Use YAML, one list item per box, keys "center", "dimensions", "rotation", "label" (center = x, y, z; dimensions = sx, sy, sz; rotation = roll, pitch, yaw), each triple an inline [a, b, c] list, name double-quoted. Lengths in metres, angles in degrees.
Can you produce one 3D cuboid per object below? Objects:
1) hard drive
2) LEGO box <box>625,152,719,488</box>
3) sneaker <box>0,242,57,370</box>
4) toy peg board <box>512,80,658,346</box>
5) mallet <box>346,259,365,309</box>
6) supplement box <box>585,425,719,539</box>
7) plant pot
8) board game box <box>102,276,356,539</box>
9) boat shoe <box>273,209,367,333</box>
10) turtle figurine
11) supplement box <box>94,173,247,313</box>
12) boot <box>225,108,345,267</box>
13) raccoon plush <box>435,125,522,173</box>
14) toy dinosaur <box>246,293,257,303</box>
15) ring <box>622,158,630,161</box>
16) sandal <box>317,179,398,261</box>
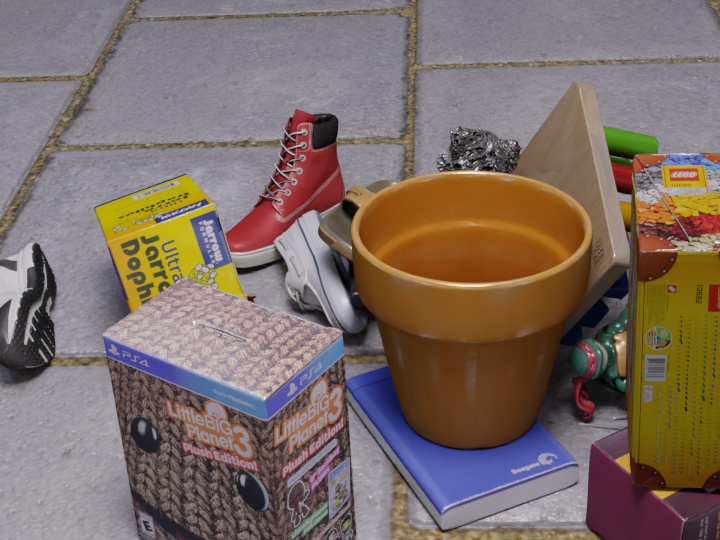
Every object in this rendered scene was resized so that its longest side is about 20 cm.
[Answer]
- center: [0.084, 0.140, 1.108]
  dimensions: [0.130, 0.026, 0.200]
  rotation: [-15, 33, -19]
  label: "hard drive"
- center: [0.239, 0.036, 0.927]
  dimensions: [0.076, 0.202, 0.149]
  rotation: [1, 30, 10]
  label: "LEGO box"
- center: [-0.358, 0.047, 1.279]
  dimensions: [0.079, 0.074, 0.200]
  rotation: [-20, 28, 0]
  label: "sneaker"
- center: [0.214, -0.032, 1.181]
  dimensions: [0.097, 0.201, 0.201]
  rotation: [8, 55, -19]
  label: "toy peg board"
- center: [0.000, 0.000, 1.268]
  dimensions: [0.041, 0.066, 0.201]
  rotation: [-32, 26, 10]
  label: "mallet"
- center: [0.290, 0.162, 0.992]
  dimensions: [0.198, 0.087, 0.110]
  rotation: [-19, 35, -24]
  label: "supplement box"
- center: [0.093, 0.041, 1.065]
  dimensions: [0.197, 0.185, 0.201]
  rotation: [-2, 30, 1]
  label: "plant pot"
- center: [-0.097, 0.131, 0.969]
  dimensions: [0.158, 0.202, 0.097]
  rotation: [17, 36, 31]
  label: "board game box"
- center: [-0.045, 0.014, 1.306]
  dimensions: [0.066, 0.074, 0.201]
  rotation: [-31, 30, 5]
  label: "boat shoe"
- center: [0.259, 0.072, 1.114]
  dimensions: [0.198, 0.152, 0.100]
  rotation: [-8, 6, -25]
  label: "turtle figurine"
- center: [-0.193, -0.016, 1.248]
  dimensions: [0.108, 0.110, 0.200]
  rotation: [-21, 16, -10]
  label: "supplement box"
- center: [-0.093, -0.100, 1.407]
  dimensions: [0.072, 0.146, 0.199]
  rotation: [20, 39, 33]
  label: "boot"
- center: [0.112, -0.039, 1.190]
  dimensions: [0.095, 0.134, 0.202]
  rotation: [-1, 58, -23]
  label: "raccoon plush"
- center: [-0.150, 0.062, 1.227]
  dimensions: [0.105, 0.061, 0.200]
  rotation: [-20, 35, -24]
  label: "toy dinosaur"
- center: [0.329, -0.036, 1.260]
  dimensions: [0.019, 0.200, 0.201]
  rotation: [-44, 28, 15]
  label: "ring"
- center: [0.014, -0.061, 1.263]
  dimensions: [0.080, 0.055, 0.200]
  rotation: [25, 28, 8]
  label: "sandal"
